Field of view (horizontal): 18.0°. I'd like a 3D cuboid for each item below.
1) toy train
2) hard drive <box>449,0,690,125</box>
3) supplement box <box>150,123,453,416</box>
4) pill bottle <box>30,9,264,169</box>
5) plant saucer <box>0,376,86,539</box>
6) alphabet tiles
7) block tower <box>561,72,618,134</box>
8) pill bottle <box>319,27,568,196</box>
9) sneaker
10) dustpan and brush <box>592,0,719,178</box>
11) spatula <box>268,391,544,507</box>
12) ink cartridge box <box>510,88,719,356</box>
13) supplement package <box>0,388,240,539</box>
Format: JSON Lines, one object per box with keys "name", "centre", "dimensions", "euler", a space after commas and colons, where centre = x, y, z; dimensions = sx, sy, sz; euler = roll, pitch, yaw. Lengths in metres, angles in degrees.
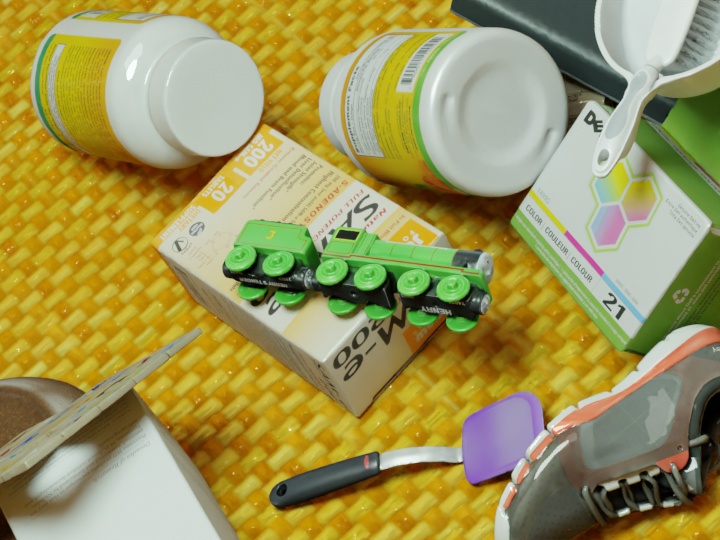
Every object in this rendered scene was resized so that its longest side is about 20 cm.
{"name": "toy train", "centre": [0.000, 0.000, 1.499], "dimensions": [0.199, 0.042, 0.057], "euler": [8, 49, 27]}
{"name": "hard drive", "centre": [0.181, -0.187, 1.585], "dimensions": [0.199, 0.033, 0.140], "euler": [30, 58, 11]}
{"name": "supplement box", "centre": [-0.035, -0.004, 1.593], "dimensions": [0.126, 0.074, 0.199], "euler": [-47, 49, -13]}
{"name": "pill bottle", "centre": [-0.157, -0.135, 1.695], "dimensions": [0.113, 0.113, 0.199], "euler": [-51, 31, -17]}
{"name": "plant saucer", "centre": [-0.269, 0.152, 1.614], "dimensions": [0.199, 0.037, 0.202], "euler": [-13, 50, 16]}
{"name": "alphabet tiles", "centre": [-0.209, 0.108, 1.493], "dimensions": [0.200, 0.008, 0.167], "euler": [-28, 9, 49]}
{"name": "block tower", "centre": [0.163, -0.149, 1.621], "dimensions": [0.057, 0.054, 0.201], "euler": [-3, 53, 24]}
{"name": "pill bottle", "centre": [0.049, -0.112, 1.577], "dimensions": [0.111, 0.111, 0.200], "euler": [-48, 23, -14]}
{"name": "sneaker", "centre": [0.169, 0.117, 1.398], "dimensions": [0.200, 0.077, 0.082], "euler": [-42, 54, -8]}
{"name": "dustpan and brush", "centre": [0.193, -0.136, 1.435], "dimensions": [0.139, 0.057, 0.201], "euler": [11, 70, 35]}
{"name": "spatula", "centre": [0.029, 0.125, 1.495], "dimensions": [0.198, 0.021, 0.057], "euler": [-15, 51, 16]}
{"name": "ink cartridge box", "centre": [0.206, -0.063, 1.457], "dimensions": [0.201, 0.075, 0.148], "euler": [-58, 44, 20]}
{"name": "supplement package", "centre": [-0.134, 0.197, 1.455], "dimensions": [0.117, 0.117, 0.200], "euler": [-34, 46, -3]}
